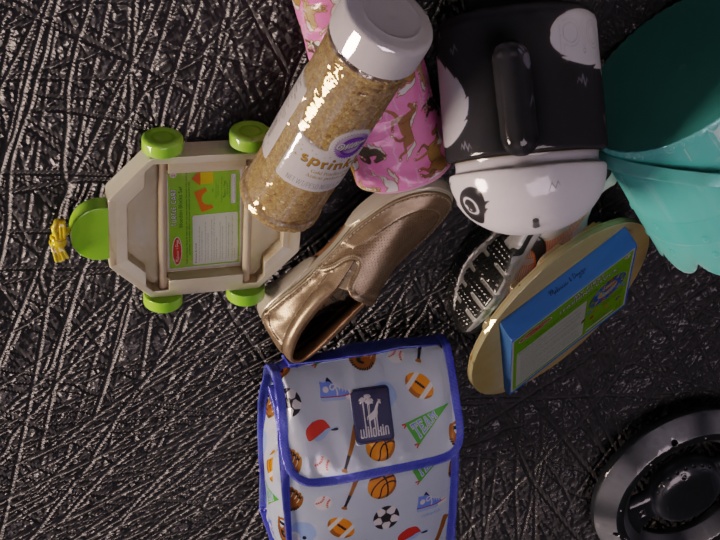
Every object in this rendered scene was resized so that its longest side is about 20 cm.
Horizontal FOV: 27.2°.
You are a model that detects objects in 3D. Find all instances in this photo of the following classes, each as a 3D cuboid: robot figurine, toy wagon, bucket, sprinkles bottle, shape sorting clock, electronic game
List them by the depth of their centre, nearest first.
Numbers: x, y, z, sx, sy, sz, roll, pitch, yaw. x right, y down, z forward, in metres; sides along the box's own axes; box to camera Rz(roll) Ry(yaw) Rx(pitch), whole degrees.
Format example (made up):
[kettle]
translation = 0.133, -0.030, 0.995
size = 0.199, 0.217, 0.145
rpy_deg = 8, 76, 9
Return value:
[sprinkles bottle]
translation = -0.021, -0.112, 1.055
size = 0.068, 0.069, 0.200
rpy_deg = 10, 140, -24
[robot figurine]
translation = 0.117, -0.127, 1.105
size = 0.149, 0.124, 0.202
rpy_deg = -6, 91, -43
[bucket]
translation = 0.280, -0.112, 1.156
size = 0.207, 0.208, 0.135
rpy_deg = -38, 120, 11
[toy wagon]
translation = -0.144, -0.040, 1.167
size = 0.198, 0.040, 0.156
rpy_deg = -5, 125, -14
[shape sorting clock]
translation = 0.169, 0.030, 1.277
size = 0.199, 0.039, 0.201
rpy_deg = -34, 157, -17
[electronic game]
translation = 0.324, 0.216, 1.497
size = 0.198, 0.042, 0.202
rpy_deg = -10, 126, -13

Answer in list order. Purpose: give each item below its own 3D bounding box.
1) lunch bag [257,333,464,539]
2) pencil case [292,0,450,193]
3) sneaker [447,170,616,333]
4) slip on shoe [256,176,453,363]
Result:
[lunch bag]
translation = -0.002, 0.154, 1.300
size = 0.168, 0.124, 0.202
rpy_deg = -8, 121, -16
[pencil case]
translation = 0.011, -0.153, 1.112
size = 0.086, 0.083, 0.201
rpy_deg = -2, 131, 19
[sneaker]
translation = 0.144, -0.023, 1.252
size = 0.079, 0.074, 0.201
rpy_deg = 14, 122, -33
[slip on shoe]
translation = 0.000, 0.000, 1.204
size = 0.199, 0.061, 0.076
rpy_deg = -35, 146, 20
